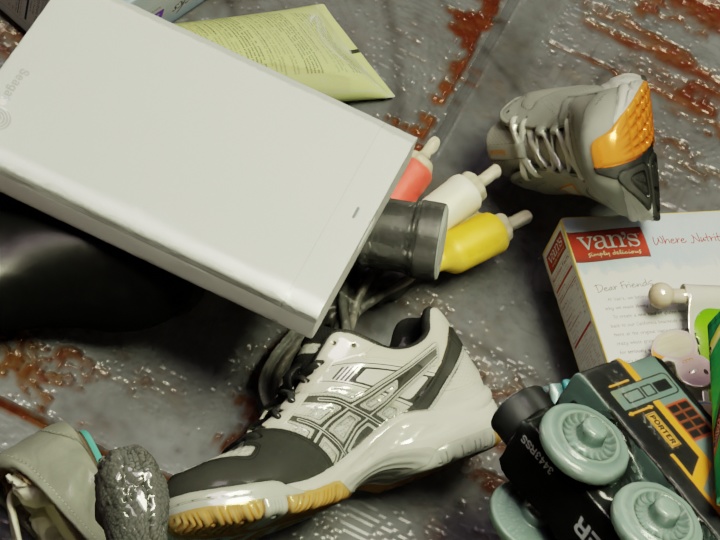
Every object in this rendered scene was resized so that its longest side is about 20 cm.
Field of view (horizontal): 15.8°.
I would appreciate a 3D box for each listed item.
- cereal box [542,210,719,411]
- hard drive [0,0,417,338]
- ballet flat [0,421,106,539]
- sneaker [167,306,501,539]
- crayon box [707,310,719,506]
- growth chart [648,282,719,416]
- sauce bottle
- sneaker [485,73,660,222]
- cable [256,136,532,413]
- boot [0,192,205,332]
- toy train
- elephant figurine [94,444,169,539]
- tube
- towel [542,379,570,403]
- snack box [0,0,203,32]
[{"bbox_3d":[0.189,0.059,1.355,0.143,0.040,0.201,-2,55,-19],"label":"cereal box"},{"bbox_3d":[-0.087,-0.059,1.296,0.199,0.026,0.132,25,51,5],"label":"hard drive"},{"bbox_3d":[-0.116,0.156,1.209,0.063,0.068,0.200,-21,55,-24],"label":"ballet flat"},{"bbox_3d":[-0.025,0.075,1.276,0.199,0.076,0.088,-17,83,-38],"label":"sneaker"},{"bbox_3d":[0.261,0.092,1.242,0.199,0.058,0.119,27,39,-19],"label":"crayon box"},{"bbox_3d":[0.230,0.085,1.312,0.144,0.018,0.201,-5,56,-25],"label":"growth chart"},{"bbox_3d":[-0.055,-0.029,1.346,0.199,0.065,0.065,11,50,6],"label":"sauce bottle"},{"bbox_3d":[0.112,-0.063,1.393,0.091,0.200,0.076,-5,95,5],"label":"sneaker"},{"bbox_3d":[0.000,0.000,1.368,0.097,0.050,0.200,37,53,13],"label":"cable"},{"bbox_3d":[-0.188,0.030,1.271,0.210,0.080,0.158,8,44,4],"label":"boot"},{"bbox_3d":[0.147,0.126,1.217,0.114,0.085,0.200,-17,57,-40],"label":"toy train"},{"bbox_3d":[-0.073,0.195,1.089,0.154,0.142,0.201,20,92,0],"label":"elephant figurine"},{"bbox_3d":[-0.070,-0.111,1.428,0.199,0.052,0.058,-13,97,-44],"label":"tube"},{"bbox_3d":[0.190,0.131,1.340,0.146,0.022,0.201,-6,55,-19],"label":"towel"},{"bbox_3d":[-0.135,-0.211,1.491,0.142,0.053,0.200,41,53,14],"label":"snack box"}]
